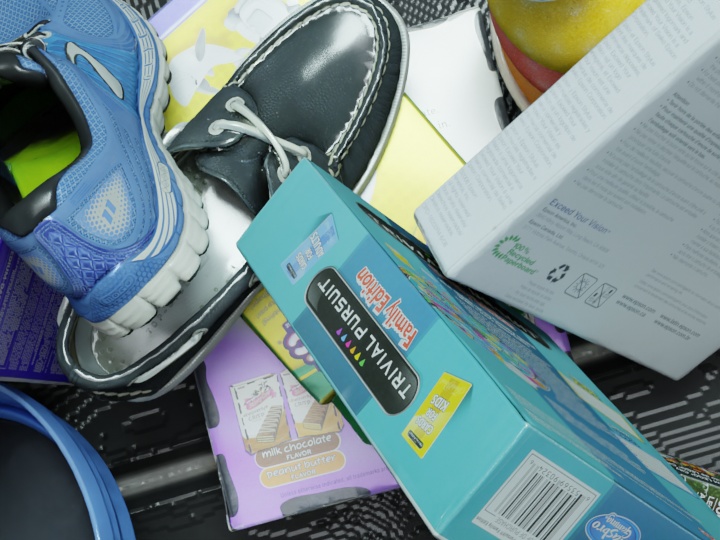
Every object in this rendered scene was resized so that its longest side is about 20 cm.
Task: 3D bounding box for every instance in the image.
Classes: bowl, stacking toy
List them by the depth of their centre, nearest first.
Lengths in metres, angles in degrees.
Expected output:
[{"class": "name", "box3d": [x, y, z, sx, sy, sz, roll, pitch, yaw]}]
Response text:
[{"class": "stacking toy", "box3d": [0.094, -0.121, 0.689, 0.145, 0.200, 0.147, -2, 86, 22]}, {"class": "bowl", "box3d": [-0.183, 0.148, 0.795, 0.200, 0.039, 0.202, -7, 75, 29]}]

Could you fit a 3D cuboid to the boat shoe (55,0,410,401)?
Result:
[{"class": "boat shoe", "box3d": [-0.049, -0.030, 0.712, 0.075, 0.060, 0.201, 32, 90, 7]}]

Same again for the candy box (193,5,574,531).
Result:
[{"class": "candy box", "box3d": [0.000, 0.000, 0.818, 0.167, 0.072, 0.201, -14, 85, 2]}]

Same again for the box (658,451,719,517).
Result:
[{"class": "box", "box3d": [0.103, 0.175, 0.777, 0.136, 0.038, 0.201, 19, 98, -14]}]

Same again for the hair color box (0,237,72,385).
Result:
[{"class": "hair color box", "box3d": [-0.185, 0.005, 0.764, 0.109, 0.200, 0.065, 16, 85, 5]}]

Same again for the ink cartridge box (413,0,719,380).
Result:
[{"class": "ink cartridge box", "box3d": [0.150, -0.046, 0.707, 0.200, 0.199, 0.041, -39, 56, 20]}]

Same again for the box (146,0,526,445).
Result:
[{"class": "box", "box3d": [-0.021, -0.034, 0.763, 0.117, 0.048, 0.200, -41, 86, 1]}]

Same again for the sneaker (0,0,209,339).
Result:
[{"class": "sneaker", "box3d": [-0.121, -0.067, 0.684, 0.078, 0.089, 0.200, -40, 43, 11]}]

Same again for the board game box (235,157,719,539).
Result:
[{"class": "board game box", "box3d": [0.051, 0.053, 0.642, 0.151, 0.200, 0.047, 35, 99, -33]}]
